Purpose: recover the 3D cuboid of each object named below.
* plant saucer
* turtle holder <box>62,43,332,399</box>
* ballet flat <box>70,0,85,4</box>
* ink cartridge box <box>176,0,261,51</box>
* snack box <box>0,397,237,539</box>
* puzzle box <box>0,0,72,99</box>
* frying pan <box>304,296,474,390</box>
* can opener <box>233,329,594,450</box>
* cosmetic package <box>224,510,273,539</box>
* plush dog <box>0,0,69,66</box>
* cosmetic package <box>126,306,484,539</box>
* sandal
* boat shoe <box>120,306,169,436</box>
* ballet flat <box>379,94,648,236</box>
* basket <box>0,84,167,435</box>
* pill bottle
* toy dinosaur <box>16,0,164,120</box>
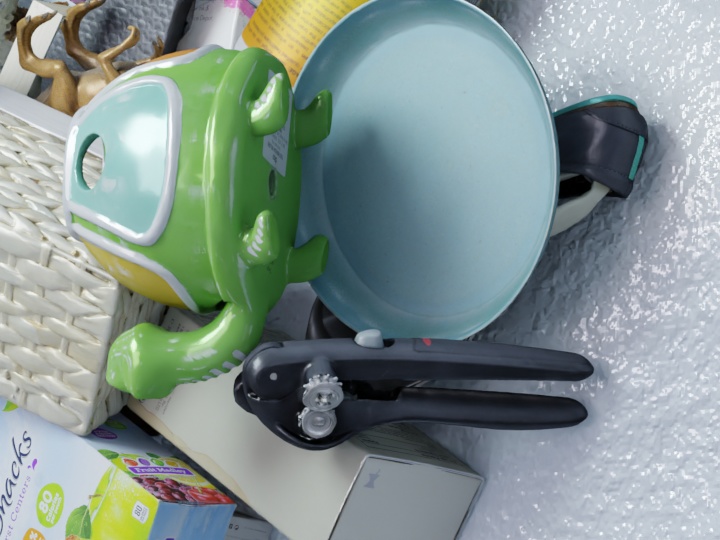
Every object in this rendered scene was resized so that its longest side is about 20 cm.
[{"bbox_3d":[0.036,-0.056,1.590,0.200,0.027,0.201,1,92,39],"label":"plant saucer"},{"bbox_3d":[-0.093,-0.033,1.584,0.131,0.141,0.186,2,108,14],"label":"turtle holder"},{"bbox_3d":[-0.153,-0.275,1.908,0.071,0.069,0.201,9,84,25],"label":"ballet flat"},{"bbox_3d":[-0.093,-0.170,1.811,0.116,0.067,0.201,5,83,44],"label":"ink cartridge box"},{"bbox_3d":[-0.181,0.170,1.724,0.200,0.068,0.169,32,109,44],"label":"snack box"},{"bbox_3d":[-0.218,-0.078,1.861,0.025,0.133,0.200,28,99,16],"label":"puzzle box"},{"bbox_3d":[0.016,-0.004,1.675,0.115,0.031,0.190,-17,47,16],"label":"frying pan"},{"bbox_3d":[0.030,0.060,1.552,0.079,0.199,0.064,-103,13,-62],"label":"can opener"},{"bbox_3d":[-0.147,0.170,1.777,0.200,0.051,0.083,14,89,45],"label":"cosmetic package"},{"bbox_3d":[-0.299,-0.222,1.975,0.160,0.200,0.172,-19,71,2],"label":"plush dog"},{"bbox_3d":[-0.035,0.099,1.654,0.200,0.103,0.073,36,105,45],"label":"cosmetic package"},{"bbox_3d":[-0.131,-0.165,1.769,0.076,0.043,0.200,39,110,19],"label":"sandal"},{"bbox_3d":[-0.150,0.010,1.819,0.072,0.065,0.200,-27,78,21],"label":"boat shoe"},{"bbox_3d":[0.077,-0.045,1.613,0.200,0.073,0.073,-15,68,38],"label":"ballet flat"},{"bbox_3d":[-0.201,-0.009,1.706,0.200,0.123,0.136,24,124,14],"label":"basket"},{"bbox_3d":[-0.007,-0.139,1.689,0.200,0.111,0.111,-57,47,16],"label":"pill bottle"},{"bbox_3d":[-0.179,-0.106,1.742,0.200,0.060,0.107,-16,93,32],"label":"toy dinosaur"}]
